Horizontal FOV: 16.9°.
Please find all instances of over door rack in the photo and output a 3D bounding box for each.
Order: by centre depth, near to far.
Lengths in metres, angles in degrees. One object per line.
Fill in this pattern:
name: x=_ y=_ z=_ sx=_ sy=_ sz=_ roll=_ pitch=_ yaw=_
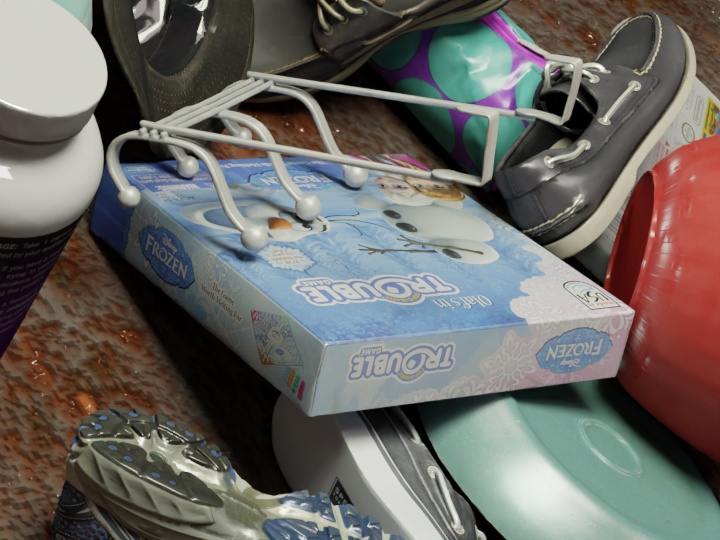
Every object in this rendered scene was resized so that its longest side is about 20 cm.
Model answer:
over door rack: x=-0.004 y=-0.058 z=1.183 sx=0.199 sy=0.067 sz=0.148 roll=-1 pitch=15 yaw=22

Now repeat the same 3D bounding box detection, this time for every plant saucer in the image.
plant saucer: x=0.117 y=0.100 z=1.222 sx=0.200 sy=0.036 sz=0.200 roll=33 pitch=22 yaw=-16

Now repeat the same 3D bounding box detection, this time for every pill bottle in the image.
pill bottle: x=-0.182 y=-0.027 z=1.042 sx=0.112 sy=0.200 sz=0.113 roll=21 pitch=40 yaw=-18

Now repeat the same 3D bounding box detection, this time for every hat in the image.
hat: x=-0.121 y=-0.159 z=1.251 sx=0.081 sy=0.201 sz=0.201 roll=3 pitch=34 yaw=18

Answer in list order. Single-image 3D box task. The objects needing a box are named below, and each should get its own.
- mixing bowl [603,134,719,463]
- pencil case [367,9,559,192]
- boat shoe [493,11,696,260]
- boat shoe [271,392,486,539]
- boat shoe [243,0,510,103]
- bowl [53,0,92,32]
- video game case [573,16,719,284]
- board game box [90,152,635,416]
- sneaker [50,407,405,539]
mixing bowl: x=0.189 y=0.006 z=1.256 sx=0.108 sy=0.201 sz=0.201 roll=15 pitch=41 yaw=-5
pencil case: x=0.044 y=-0.144 z=1.420 sx=0.200 sy=0.092 sz=0.085 roll=47 pitch=31 yaw=13
boat shoe: x=0.127 y=-0.090 z=1.325 sx=0.063 sy=0.073 sz=0.200 roll=50 pitch=45 yaw=-21
boat shoe: x=0.028 y=0.132 z=1.144 sx=0.068 sy=0.072 sz=0.200 roll=-2 pitch=44 yaw=-36
boat shoe: x=-0.002 y=-0.158 z=1.344 sx=0.199 sy=0.073 sz=0.075 roll=-25 pitch=74 yaw=-4
bowl: x=-0.204 y=-0.113 z=1.150 sx=0.105 sy=0.200 sz=0.201 roll=42 pitch=33 yaw=-24
video game case: x=0.199 y=-0.029 z=1.420 sx=0.182 sy=0.023 sz=0.200 roll=41 pitch=40 yaw=-21
board game box: x=0.000 y=0.000 z=1.218 sx=0.199 sy=0.044 sz=0.199 roll=-5 pitch=30 yaw=-39
sneaker: x=-0.047 y=0.140 z=1.065 sx=0.199 sy=0.085 sz=0.077 roll=30 pitch=23 yaw=1
